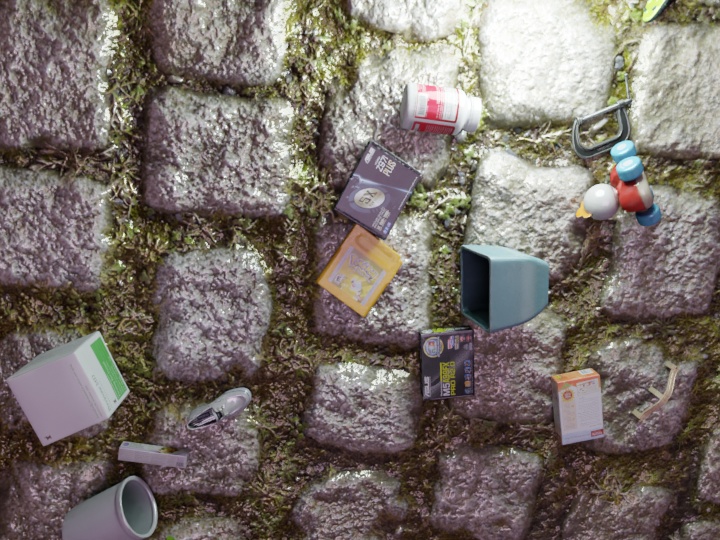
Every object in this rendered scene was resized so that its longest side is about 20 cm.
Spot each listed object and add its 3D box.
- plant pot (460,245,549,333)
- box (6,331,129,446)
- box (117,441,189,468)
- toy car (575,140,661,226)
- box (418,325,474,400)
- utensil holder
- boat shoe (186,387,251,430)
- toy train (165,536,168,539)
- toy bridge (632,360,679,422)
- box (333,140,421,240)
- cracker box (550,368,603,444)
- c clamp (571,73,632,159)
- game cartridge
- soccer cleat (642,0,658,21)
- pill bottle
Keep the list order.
[{"bbox_3d":[0.398,0.037,1.465,0.194,0.196,0.202,-5,103,-11],"label":"plant pot"},{"bbox_3d":[-0.769,0.308,1.438,0.195,0.172,0.204,-21,103,1],"label":"box"},{"bbox_3d":[-0.598,0.535,1.568,0.194,0.039,0.043,9,100,-6],"label":"box"},{"bbox_3d":[0.678,-0.207,1.469,0.196,0.179,0.186,-23,120,29],"label":"toy car"},{"bbox_3d":[0.251,0.269,1.572,0.155,0.044,0.207,-4,102,-4],"label":"box"},{"bbox_3d":[-0.710,0.710,1.535,0.196,0.170,0.173,-26,103,5],"label":"utensil holder"},{"bbox_3d":[-0.402,0.405,1.541,0.196,0.067,0.075,-28,103,2],"label":"boat shoe"},{"bbox_3d":[-0.598,0.851,1.619,0.198,0.085,0.117,35,87,-10],"label":"toy train"},{"bbox_3d":[0.900,0.374,1.632,0.027,0.067,0.203,28,98,-10],"label":"toy bridge"},{"bbox_3d":[0.043,-0.213,1.432,0.161,0.086,0.203,30,99,-9],"label":"box"},{"bbox_3d":[0.652,0.409,1.626,0.130,0.058,0.206,-9,102,-1],"label":"cracker box"},{"bbox_3d":[0.657,-0.407,1.471,0.196,0.027,0.174,-27,108,0],"label":"c clamp"},{"bbox_3d":[0.000,0.000,1.503,0.174,0.032,0.202,34,98,-10],"label":"game cartridge"},{"bbox_3d":[0.810,-0.724,1.394,0.080,0.068,0.203,29,98,-23],"label":"soccer cleat"},{"bbox_3d":[0.204,-0.411,1.388,0.193,0.112,0.116,6,102,-6],"label":"pill bottle"}]
